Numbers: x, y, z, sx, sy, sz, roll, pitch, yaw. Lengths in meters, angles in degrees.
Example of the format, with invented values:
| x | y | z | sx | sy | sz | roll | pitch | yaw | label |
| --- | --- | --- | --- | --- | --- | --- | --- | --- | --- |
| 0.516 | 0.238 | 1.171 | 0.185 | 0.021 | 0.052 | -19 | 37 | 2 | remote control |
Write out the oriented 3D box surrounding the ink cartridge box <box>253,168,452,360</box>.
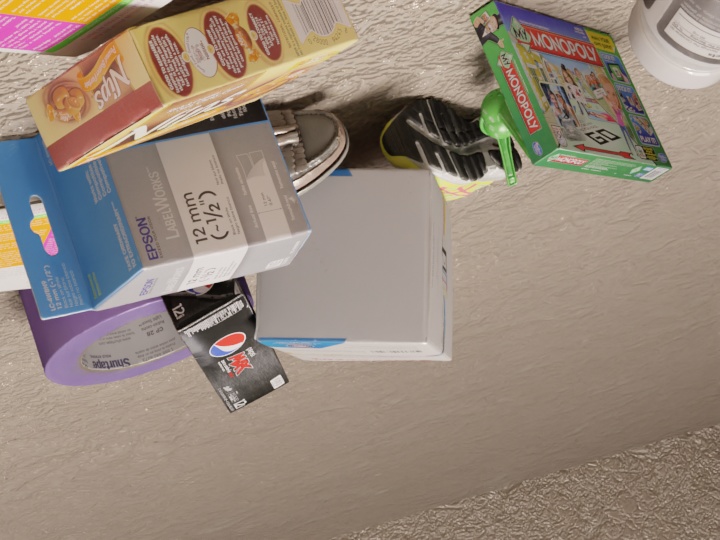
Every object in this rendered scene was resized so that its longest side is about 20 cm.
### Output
| x | y | z | sx | sy | sz | roll | pitch | yaw | label |
| --- | --- | --- | --- | --- | --- | --- | --- | --- | --- |
| 0.000 | 0.000 | 1.475 | 0.145 | 0.147 | 0.200 | 0 | 173 | 8 | ink cartridge box |

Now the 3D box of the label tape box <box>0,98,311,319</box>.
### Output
| x | y | z | sx | sy | sz | roll | pitch | yaw | label |
| --- | --- | --- | --- | --- | --- | --- | --- | --- | --- |
| -0.153 | -0.059 | 1.241 | 0.198 | 0.145 | 0.066 | -13 | 162 | -28 | label tape box |

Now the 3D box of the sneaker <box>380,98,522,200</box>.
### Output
| x | y | z | sx | sy | sz | roll | pitch | yaw | label |
| --- | --- | --- | --- | --- | --- | --- | --- | --- | --- |
| 0.066 | -0.094 | 1.524 | 0.090 | 0.079 | 0.199 | -28 | 163 | 28 | sneaker |

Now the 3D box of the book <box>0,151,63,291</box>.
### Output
| x | y | z | sx | sy | sz | roll | pitch | yaw | label |
| --- | --- | --- | --- | --- | --- | --- | --- | --- | --- |
| -0.263 | -0.031 | 1.342 | 0.132 | 0.049 | 0.200 | -6 | 160 | -24 | book |

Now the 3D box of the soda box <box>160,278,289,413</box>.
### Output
| x | y | z | sx | sy | sz | roll | pitch | yaw | label |
| --- | --- | --- | --- | --- | --- | --- | --- | --- | --- |
| -0.118 | 0.047 | 1.453 | 0.063 | 0.071 | 0.200 | -27 | 155 | -4 | soda box |

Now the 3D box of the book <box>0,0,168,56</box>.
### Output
| x | y | z | sx | sy | sz | roll | pitch | yaw | label |
| --- | --- | --- | --- | --- | --- | --- | --- | --- | --- |
| -0.210 | -0.168 | 0.983 | 0.133 | 0.049 | 0.199 | -29 | 162 | 39 | book |

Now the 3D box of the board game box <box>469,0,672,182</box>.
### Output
| x | y | z | sx | sy | sz | roll | pitch | yaw | label |
| --- | --- | --- | --- | --- | --- | --- | --- | --- | --- |
| 0.176 | -0.143 | 1.405 | 0.029 | 0.136 | 0.199 | -31 | 161 | 31 | board game box |

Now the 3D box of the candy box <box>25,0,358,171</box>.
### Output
| x | y | z | sx | sy | sz | roll | pitch | yaw | label |
| --- | --- | --- | --- | --- | --- | --- | --- | --- | --- |
| -0.106 | -0.132 | 1.119 | 0.115 | 0.056 | 0.199 | -25 | -179 | 42 | candy box |

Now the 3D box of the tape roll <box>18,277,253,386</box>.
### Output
| x | y | z | sx | sy | sz | roll | pitch | yaw | label |
| --- | --- | --- | --- | --- | --- | --- | --- | --- | --- |
| -0.202 | 0.025 | 1.550 | 0.198 | 0.086 | 0.200 | -19 | 164 | -6 | tape roll |

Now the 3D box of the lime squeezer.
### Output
| x | y | z | sx | sy | sz | roll | pitch | yaw | label |
| --- | --- | --- | --- | --- | --- | --- | --- | --- | --- |
| 0.127 | -0.117 | 1.440 | 0.038 | 0.071 | 0.200 | -37 | 177 | -3 | lime squeezer |

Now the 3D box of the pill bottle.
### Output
| x | y | z | sx | sy | sz | roll | pitch | yaw | label |
| --- | --- | --- | --- | --- | --- | --- | --- | --- | --- |
| 0.282 | -0.227 | 1.314 | 0.113 | 0.115 | 0.200 | -16 | 163 | -18 | pill bottle |

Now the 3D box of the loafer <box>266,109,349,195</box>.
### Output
| x | y | z | sx | sy | sz | roll | pitch | yaw | label |
| --- | --- | --- | --- | --- | --- | --- | --- | --- | --- |
| -0.107 | -0.084 | 1.365 | 0.198 | 0.073 | 0.063 | -19 | 155 | 3 | loafer |
